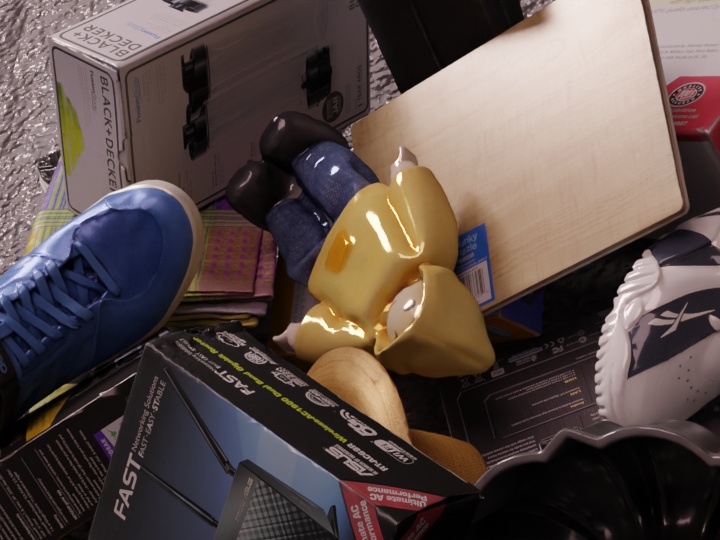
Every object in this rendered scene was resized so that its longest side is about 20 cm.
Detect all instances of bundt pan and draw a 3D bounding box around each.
[{"bbox_3d":[0.131,0.154,0.854,0.201,0.203,0.076,-3,10,25],"label":"bundt pan"}]

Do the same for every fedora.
[{"bbox_3d":[0.015,0.133,0.955,0.081,0.201,0.201,4,39,-20],"label":"fedora"}]

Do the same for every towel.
[{"bbox_3d":[-0.117,-0.030,1.148,0.143,0.023,0.200,-1,34,2],"label":"towel"}]

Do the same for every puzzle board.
[{"bbox_3d":[0.077,-0.053,1.022,0.200,0.017,0.151,-29,54,35],"label":"puzzle board"}]

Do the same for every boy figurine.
[{"bbox_3d":[0.000,0.000,1.021,0.124,0.064,0.200,-52,40,12],"label":"boy figurine"}]

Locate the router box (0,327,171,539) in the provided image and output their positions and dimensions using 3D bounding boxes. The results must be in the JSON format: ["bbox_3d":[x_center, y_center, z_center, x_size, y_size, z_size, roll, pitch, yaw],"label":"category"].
[{"bbox_3d":[-0.155,0.094,1.065,0.157,0.052,0.200,-33,7,-5],"label":"router box"}]

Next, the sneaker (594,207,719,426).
[{"bbox_3d":[0.209,0.017,0.933,0.199,0.080,0.129,-39,33,-28],"label":"sneaker"}]

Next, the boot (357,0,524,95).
[{"bbox_3d":[0.026,-0.109,1.133,0.164,0.200,0.066,-3,48,25],"label":"boot"}]

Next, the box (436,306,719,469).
[{"bbox_3d":[0.149,0.085,0.994,0.199,0.048,0.159,-22,43,7],"label":"box"}]

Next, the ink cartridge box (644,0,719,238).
[{"bbox_3d":[0.210,-0.112,1.097,0.200,0.084,0.145,-48,28,-23],"label":"ink cartridge box"}]

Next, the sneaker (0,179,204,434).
[{"bbox_3d":[-0.170,0.031,1.010,0.200,0.077,0.111,-35,0,15],"label":"sneaker"}]

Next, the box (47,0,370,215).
[{"bbox_3d":[-0.082,-0.112,1.144,0.060,0.117,0.200,27,44,34],"label":"box"}]

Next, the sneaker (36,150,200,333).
[{"bbox_3d":[-0.144,-0.022,1.226,0.074,0.080,0.200,-19,38,-22],"label":"sneaker"}]

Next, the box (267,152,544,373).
[{"bbox_3d":[0.035,-0.014,1.089,0.200,0.041,0.120,-10,64,41],"label":"box"}]

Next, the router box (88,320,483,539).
[{"bbox_3d":[-0.049,0.145,0.865,0.150,0.201,0.062,32,25,31],"label":"router box"}]
